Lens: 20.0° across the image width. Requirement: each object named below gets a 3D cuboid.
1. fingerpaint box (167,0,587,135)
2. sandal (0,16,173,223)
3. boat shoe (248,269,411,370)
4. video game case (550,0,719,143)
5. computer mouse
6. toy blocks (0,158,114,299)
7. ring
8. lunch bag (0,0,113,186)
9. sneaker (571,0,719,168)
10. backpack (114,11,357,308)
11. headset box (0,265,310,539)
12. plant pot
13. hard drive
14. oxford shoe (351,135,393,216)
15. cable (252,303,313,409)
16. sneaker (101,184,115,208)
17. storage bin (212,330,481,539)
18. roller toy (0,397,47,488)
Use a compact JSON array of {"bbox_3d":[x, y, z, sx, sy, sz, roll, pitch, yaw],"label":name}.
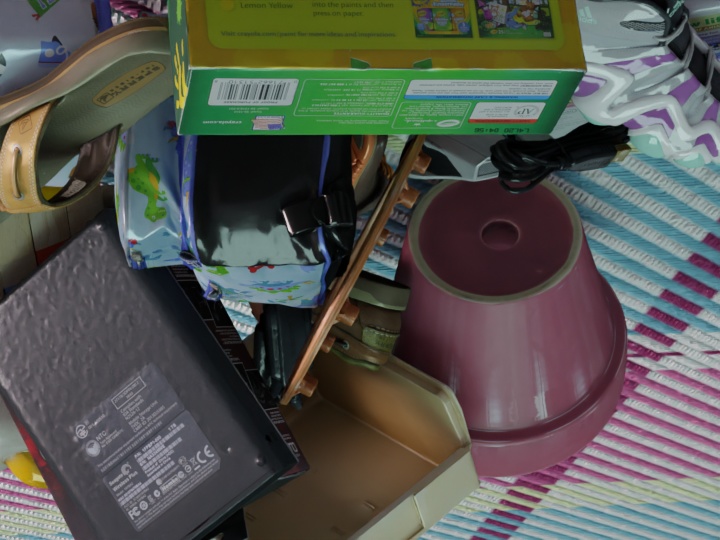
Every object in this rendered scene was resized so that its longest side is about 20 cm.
[{"bbox_3d":[0.001,-0.157,1.045,0.199,0.167,0.073,-2,156,-12],"label":"fingerpaint box"},{"bbox_3d":[-0.161,-0.065,1.092,0.200,0.054,0.080,-30,155,25],"label":"sandal"},{"bbox_3d":[-0.056,0.018,1.493,0.200,0.068,0.072,19,-173,40],"label":"boat shoe"},{"bbox_3d":[0.197,-0.134,1.351,0.199,0.022,0.182,-10,158,13],"label":"video game case"},{"bbox_3d":[0.086,-0.085,1.341,0.109,0.044,0.200,-18,-167,-28],"label":"computer mouse"},{"bbox_3d":[-0.243,-0.024,1.316,0.200,0.100,0.137,-22,145,-18],"label":"toy blocks"},{"bbox_3d":[0.000,0.000,1.319,0.019,0.201,0.200,27,154,-3],"label":"ring"},{"bbox_3d":[-0.235,-0.113,1.161,0.169,0.124,0.200,-2,151,-14],"label":"lunch bag"},{"bbox_3d":[0.185,-0.142,1.219,0.199,0.078,0.140,16,139,-17],"label":"sneaker"},{"bbox_3d":[-0.074,-0.070,1.235,0.146,0.184,0.200,1,166,1],"label":"backpack"},{"bbox_3d":[-0.140,0.100,1.354,0.149,0.200,0.077,-30,171,13],"label":"headset box"},{"bbox_3d":[0.102,0.026,1.529,0.199,0.200,0.179,-6,143,1],"label":"plant pot"},{"bbox_3d":[-0.149,0.079,1.291,0.139,0.200,0.033,-39,170,21],"label":"hard drive"},{"bbox_3d":[-0.010,-0.076,1.405,0.073,0.072,0.200,-17,170,-21],"label":"oxford shoe"},{"bbox_3d":[-0.095,0.000,1.450,0.051,0.201,0.163,-25,-150,-37],"label":"cable"},{"bbox_3d":[-0.243,-0.060,1.385,0.090,0.067,0.200,-38,138,24],"label":"sneaker"},{"bbox_3d":[-0.050,0.144,1.479,0.200,0.198,0.094,-36,129,-25],"label":"storage bin"},{"bbox_3d":[-0.281,0.055,1.479,0.182,0.201,0.140,18,149,-34],"label":"roller toy"}]
